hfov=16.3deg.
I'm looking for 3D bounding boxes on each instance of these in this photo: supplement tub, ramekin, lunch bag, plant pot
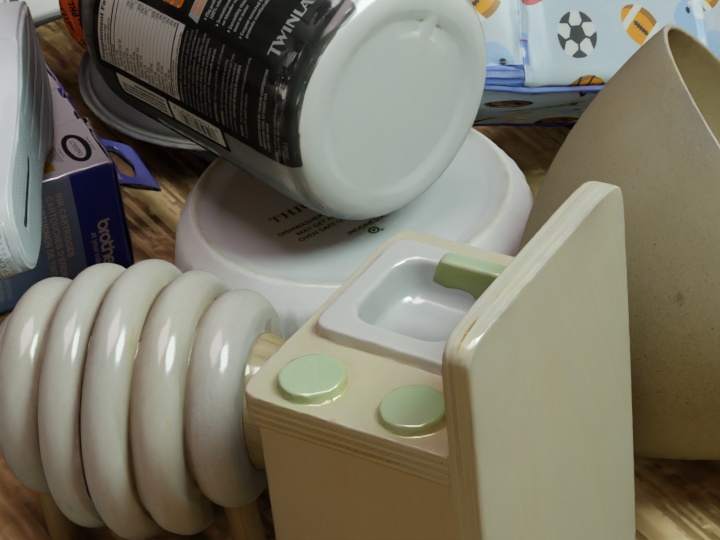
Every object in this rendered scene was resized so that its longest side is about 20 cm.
[{"bbox_3d":[-0.048,-0.113,1.195,0.122,0.123,0.200,-30,41,-29],"label":"supplement tub"},{"bbox_3d":[0.000,0.000,1.227,0.202,0.094,0.203,-4,36,3],"label":"ramekin"},{"bbox_3d":[0.093,-0.113,1.319,0.200,0.076,0.160,-2,-6,-30],"label":"lunch bag"},{"bbox_3d":[0.147,0.009,1.140,0.134,0.200,0.200,-38,31,17],"label":"plant pot"}]

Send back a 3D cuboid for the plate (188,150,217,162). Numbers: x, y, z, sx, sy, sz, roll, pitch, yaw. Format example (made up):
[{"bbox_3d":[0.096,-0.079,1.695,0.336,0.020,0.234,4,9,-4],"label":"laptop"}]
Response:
[{"bbox_3d":[-0.024,-0.120,1.460,0.200,0.026,0.200,-5,35,4],"label":"plate"}]

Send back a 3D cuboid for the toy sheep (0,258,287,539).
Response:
[{"bbox_3d":[-0.101,0.059,1.124,0.200,0.138,0.138,1,36,11],"label":"toy sheep"}]

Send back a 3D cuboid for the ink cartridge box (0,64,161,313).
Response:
[{"bbox_3d":[-0.209,-0.041,1.333,0.200,0.076,0.136,-20,38,-16],"label":"ink cartridge box"}]

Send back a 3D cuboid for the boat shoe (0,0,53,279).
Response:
[{"bbox_3d":[-0.191,-0.068,1.249,0.062,0.072,0.200,-9,37,4],"label":"boat shoe"}]

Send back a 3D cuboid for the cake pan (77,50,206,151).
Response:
[{"bbox_3d":[-0.065,-0.136,1.436,0.200,0.037,0.200,-4,36,3],"label":"cake pan"}]

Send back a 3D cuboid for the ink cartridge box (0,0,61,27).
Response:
[{"bbox_3d":[-0.256,-0.151,1.397,0.146,0.084,0.200,-19,6,22],"label":"ink cartridge box"}]

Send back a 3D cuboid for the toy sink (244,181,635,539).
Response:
[{"bbox_3d":[0.034,0.063,1.042,0.112,0.200,0.130,16,42,28],"label":"toy sink"}]
